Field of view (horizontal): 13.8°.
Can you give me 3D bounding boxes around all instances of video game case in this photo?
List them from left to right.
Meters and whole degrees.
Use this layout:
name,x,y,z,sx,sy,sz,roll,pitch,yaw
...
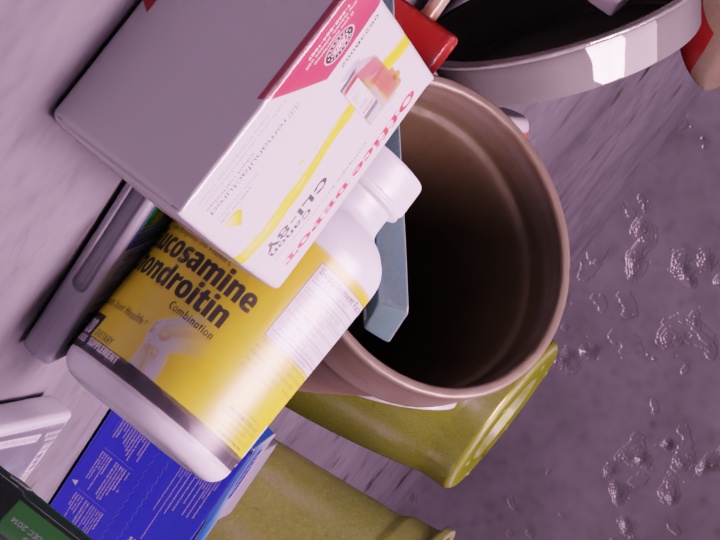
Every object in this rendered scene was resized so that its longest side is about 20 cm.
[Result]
name,x,y,z,sx,sy,sz,roll,pitch,yaw
video game case,-0.247,0.152,1.653,0.182,0.023,0.200,-53,171,8
video game case,-0.097,-0.042,1.666,0.182,0.022,0.200,-56,170,20

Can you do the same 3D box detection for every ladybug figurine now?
name,x,y,z,sx,sy,sz,roll,pitch,yaw
ladybug figurine,0.382,-0.262,3.086,0.136,0.072,0.200,-49,170,-24

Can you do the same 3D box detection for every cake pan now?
name,x,y,z,sx,sy,sz,roll,pitch,yaw
cake pan,0.135,-0.157,1.938,0.200,0.037,0.200,-16,-161,6

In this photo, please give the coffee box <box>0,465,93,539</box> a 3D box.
name,x,y,z,sx,sy,sz,roll,pitch,yaw
coffee box,-0.196,0.202,1.652,0.044,0.123,0.200,-46,170,-40

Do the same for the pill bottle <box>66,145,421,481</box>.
name,x,y,z,sx,sy,sz,roll,pitch,yaw
pill bottle,-0.060,0.008,1.618,0.200,0.112,0.112,-52,171,-7

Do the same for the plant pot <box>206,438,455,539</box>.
name,x,y,z,sx,sy,sz,roll,pitch,yaw
plant pot,-0.053,0.239,2.472,0.200,0.184,0.200,-50,171,-10

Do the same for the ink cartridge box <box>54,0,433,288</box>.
name,x,y,z,sx,sy,sz,roll,pitch,yaw
ink cartridge box,-0.051,-0.086,1.460,0.145,0.083,0.200,-53,165,-2

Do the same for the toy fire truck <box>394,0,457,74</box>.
name,x,y,z,sx,sy,sz,roll,pitch,yaw
toy fire truck,0.070,-0.208,1.776,0.200,0.049,0.141,-53,172,-2

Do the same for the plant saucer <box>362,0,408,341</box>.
name,x,y,z,sx,sy,sz,roll,pitch,yaw
plant saucer,0.010,-0.063,1.703,0.070,0.019,0.200,119,-31,-72

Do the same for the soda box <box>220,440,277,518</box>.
name,x,y,z,sx,sy,sz,roll,pitch,yaw
soda box,-0.127,0.144,2.109,0.068,0.063,0.200,-56,171,13

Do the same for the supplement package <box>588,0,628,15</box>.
name,x,y,z,sx,sy,sz,roll,pitch,yaw
supplement package,0.184,-0.269,1.917,0.200,0.109,0.114,-42,166,-49

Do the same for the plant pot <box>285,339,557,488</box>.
name,x,y,z,sx,sy,sz,roll,pitch,yaw
plant pot,0.029,0.047,2.102,0.200,0.193,0.200,-51,171,-12

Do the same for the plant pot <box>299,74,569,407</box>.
name,x,y,z,sx,sy,sz,roll,pitch,yaw
plant pot,0.000,0.000,1.821,0.200,0.200,0.173,-46,-168,-36

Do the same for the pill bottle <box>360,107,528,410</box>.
name,x,y,z,sx,sy,sz,roll,pitch,yaw
pill bottle,0.041,-0.015,1.962,0.112,0.112,0.200,-19,121,-74

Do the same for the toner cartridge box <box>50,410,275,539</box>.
name,x,y,z,sx,sy,sz,roll,pitch,yaw
toner cartridge box,-0.148,0.158,1.957,0.200,0.095,0.043,-55,172,23
